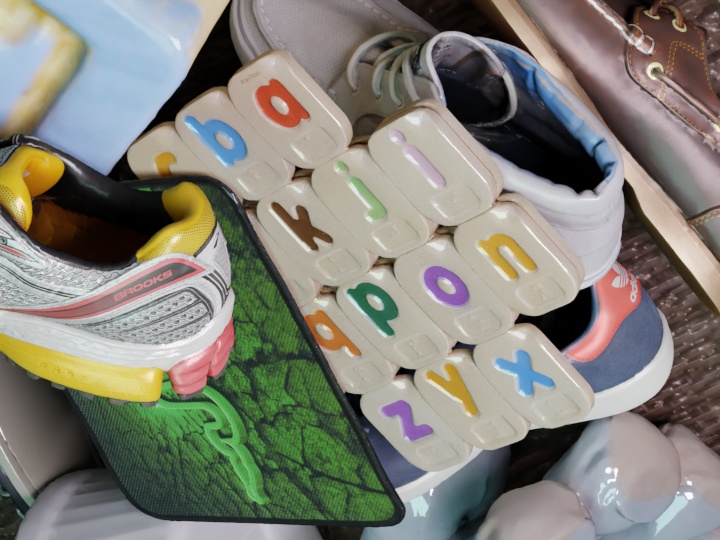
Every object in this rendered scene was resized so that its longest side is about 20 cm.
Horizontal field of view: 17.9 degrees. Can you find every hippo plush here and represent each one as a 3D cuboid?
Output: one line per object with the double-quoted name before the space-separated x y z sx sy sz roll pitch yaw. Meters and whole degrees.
"hippo plush" 0.082 0.137 1.119 0.161 0.159 0.200 26 129 44

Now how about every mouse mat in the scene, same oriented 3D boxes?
"mouse mat" -0.080 0.041 1.014 0.161 0.008 0.200 -3 127 36

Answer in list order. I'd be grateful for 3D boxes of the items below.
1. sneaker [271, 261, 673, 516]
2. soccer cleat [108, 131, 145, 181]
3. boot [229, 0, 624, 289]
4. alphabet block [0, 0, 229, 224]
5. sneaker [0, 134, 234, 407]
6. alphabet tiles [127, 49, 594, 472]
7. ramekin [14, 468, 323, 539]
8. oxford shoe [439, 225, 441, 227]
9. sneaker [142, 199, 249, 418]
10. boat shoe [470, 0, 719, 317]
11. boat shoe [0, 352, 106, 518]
"sneaker" 0.037 0.042 1.039 0.200 0.075 0.085 -24 130 10
"soccer cleat" -0.156 -0.092 1.032 0.200 0.073 0.068 30 155 -7
"boot" 0.028 -0.077 0.922 0.200 0.074 0.096 37 161 14
"alphabet block" -0.148 -0.140 0.893 0.195 0.200 0.196 37 134 -11
"sneaker" -0.140 -0.017 0.816 0.200 0.078 0.082 9 130 2
"alphabet tiles" 0.000 0.000 0.932 0.196 0.015 0.200 46 142 -13
"ramekin" -0.085 0.191 1.178 0.098 0.201 0.201 -16 123 26
"oxford shoe" -0.004 -0.003 1.046 0.071 0.073 0.200 22 136 2
"sneaker" -0.068 0.031 1.056 0.083 0.071 0.200 -15 141 -20
"boat shoe" 0.114 -0.076 0.939 0.070 0.070 0.200 -40 106 4
"boat shoe" -0.173 0.118 1.233 0.063 0.073 0.200 -12 129 28
